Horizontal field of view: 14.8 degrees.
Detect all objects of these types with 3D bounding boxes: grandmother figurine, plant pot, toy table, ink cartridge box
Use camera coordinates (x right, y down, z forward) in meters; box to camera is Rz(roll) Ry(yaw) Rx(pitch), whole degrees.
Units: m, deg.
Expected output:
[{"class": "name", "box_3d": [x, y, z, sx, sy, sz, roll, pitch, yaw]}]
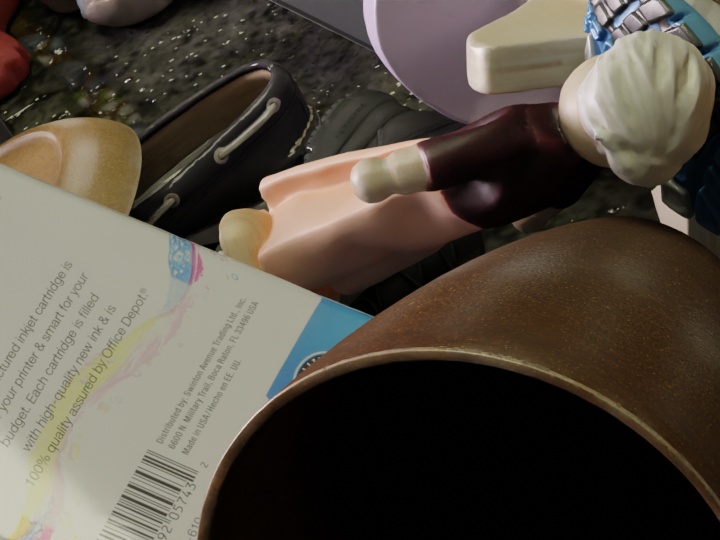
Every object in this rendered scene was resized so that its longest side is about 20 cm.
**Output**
[{"class": "grandmother figurine", "box_3d": [0.041, -0.035, 1.015, 0.199, 0.061, 0.121, -23, -6, 33]}, {"class": "plant pot", "box_3d": [-0.171, 0.009, 1.196, 0.200, 0.027, 0.200, -39, 27, 24]}, {"class": "toy table", "box_3d": [0.113, -0.103, 1.115, 0.199, 0.185, 0.117, -19, 22, -10]}, {"class": "plant pot", "box_3d": [0.067, 0.064, 0.937, 0.186, 0.188, 0.200, -9, 23, 24]}, {"class": "ink cartridge box", "box_3d": [-0.095, 0.063, 1.020, 0.199, 0.085, 0.145, 23, 60, 11]}]

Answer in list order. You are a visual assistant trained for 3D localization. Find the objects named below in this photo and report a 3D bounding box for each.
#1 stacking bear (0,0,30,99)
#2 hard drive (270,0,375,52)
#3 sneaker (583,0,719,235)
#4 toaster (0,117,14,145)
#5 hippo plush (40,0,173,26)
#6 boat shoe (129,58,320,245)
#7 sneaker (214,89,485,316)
[{"class": "stacking bear", "box_3d": [-0.265, -0.178, 1.423, 0.113, 0.201, 0.122, -24, 35, 4]}, {"class": "hard drive", "box_3d": [-0.023, -0.195, 1.361, 0.026, 0.131, 0.201, -54, 18, 37]}, {"class": "sneaker", "box_3d": [0.166, -0.044, 1.025, 0.087, 0.200, 0.075, -35, -10, -31]}, {"class": "toaster", "box_3d": [-0.288, -0.035, 1.330, 0.180, 0.119, 0.200, 13, 52, 44]}, {"class": "hippo plush", "box_3d": [-0.115, -0.242, 1.439, 0.159, 0.161, 0.200, 4, 45, 37]}, {"class": "boat shoe", "box_3d": [-0.107, -0.025, 1.247, 0.199, 0.060, 0.074, -29, 36, -1]}, {"class": "sneaker", "box_3d": [0.000, 0.000, 1.138, 0.090, 0.076, 0.200, 8, 50, 30]}]
